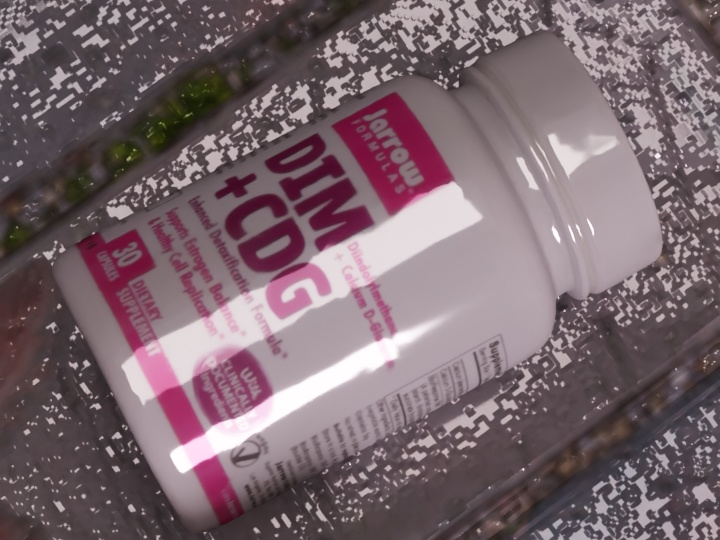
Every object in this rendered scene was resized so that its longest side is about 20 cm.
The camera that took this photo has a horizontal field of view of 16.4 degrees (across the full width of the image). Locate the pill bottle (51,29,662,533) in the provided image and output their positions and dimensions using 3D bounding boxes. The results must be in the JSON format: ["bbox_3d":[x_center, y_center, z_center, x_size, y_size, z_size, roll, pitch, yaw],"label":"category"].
[{"bbox_3d":[0.000,0.000,0.902,0.199,0.113,0.114,-28,83,-6],"label":"pill bottle"}]
